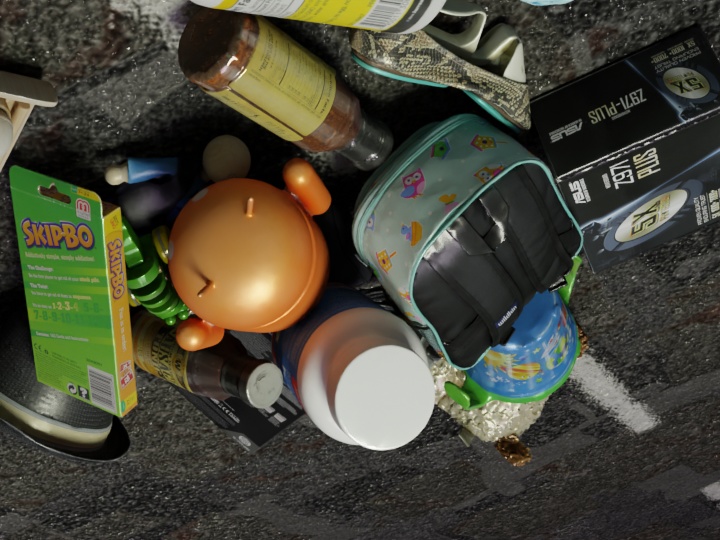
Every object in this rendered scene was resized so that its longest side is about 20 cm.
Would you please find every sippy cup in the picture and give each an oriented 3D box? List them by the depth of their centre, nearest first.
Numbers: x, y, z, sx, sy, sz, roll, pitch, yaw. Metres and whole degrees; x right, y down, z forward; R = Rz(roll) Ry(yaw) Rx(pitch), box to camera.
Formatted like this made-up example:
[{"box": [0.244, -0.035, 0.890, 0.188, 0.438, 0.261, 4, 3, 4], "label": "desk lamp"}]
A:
[{"box": [0.159, 0.056, 1.123, 0.137, 0.181, 0.131, 1, 159, 13], "label": "sippy cup"}]

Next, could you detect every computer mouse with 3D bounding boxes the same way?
[{"box": [0.000, 0.000, 1.035, 0.138, 0.047, 0.201, -3, 151, 6], "label": "computer mouse"}]

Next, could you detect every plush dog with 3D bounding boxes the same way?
[{"box": [0.183, 0.113, 1.264, 0.198, 0.161, 0.173, 15, 114, -42], "label": "plush dog"}]

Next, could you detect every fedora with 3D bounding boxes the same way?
[{"box": [-0.279, 0.092, 1.000, 0.200, 0.200, 0.092, 28, 98, -50], "label": "fedora"}]

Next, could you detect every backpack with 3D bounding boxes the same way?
[{"box": [0.083, -0.037, 0.915, 0.175, 0.154, 0.200, -42, 153, 0], "label": "backpack"}]

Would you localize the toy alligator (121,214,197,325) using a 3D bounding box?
[{"box": [-0.164, 0.019, 0.906, 0.058, 0.055, 0.201, -22, 152, 2], "label": "toy alligator"}]

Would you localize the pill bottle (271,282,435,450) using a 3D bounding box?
[{"box": [-0.007, 0.080, 0.911, 0.110, 0.114, 0.200, -9, -170, -13], "label": "pill bottle"}]

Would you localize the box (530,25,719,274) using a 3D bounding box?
[{"box": [0.257, -0.101, 0.986, 0.162, 0.087, 0.200, -22, 149, 10], "label": "box"}]

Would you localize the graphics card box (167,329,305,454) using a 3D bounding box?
[{"box": [-0.097, 0.096, 1.090, 0.125, 0.051, 0.200, 41, 131, -9], "label": "graphics card box"}]

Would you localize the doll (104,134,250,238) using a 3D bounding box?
[{"box": [-0.170, -0.049, 0.896, 0.199, 0.049, 0.136, -34, 151, 20], "label": "doll"}]

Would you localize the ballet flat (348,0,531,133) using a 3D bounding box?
[{"box": [0.080, -0.164, 0.827, 0.198, 0.068, 0.076, 15, 115, -40], "label": "ballet flat"}]

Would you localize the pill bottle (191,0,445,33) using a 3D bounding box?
[{"box": [-0.047, -0.208, 0.633, 0.197, 0.116, 0.115, 2, 145, -28], "label": "pill bottle"}]

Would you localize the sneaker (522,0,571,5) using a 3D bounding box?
[{"box": [0.116, -0.210, 0.752, 0.196, 0.075, 0.082, -12, 147, -6], "label": "sneaker"}]

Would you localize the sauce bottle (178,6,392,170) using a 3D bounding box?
[{"box": [-0.047, -0.128, 0.799, 0.065, 0.067, 0.199, -30, 149, 22], "label": "sauce bottle"}]

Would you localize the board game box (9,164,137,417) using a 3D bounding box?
[{"box": [-0.227, 0.016, 0.857, 0.030, 0.094, 0.203, -42, 142, -47], "label": "board game box"}]

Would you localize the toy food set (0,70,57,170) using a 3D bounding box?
[{"box": [-0.316, -0.076, 0.767, 0.142, 0.061, 0.200, 8, 141, -36], "label": "toy food set"}]

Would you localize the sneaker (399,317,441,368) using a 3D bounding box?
[{"box": [0.025, 0.105, 1.159, 0.090, 0.079, 0.199, -23, -174, 39], "label": "sneaker"}]

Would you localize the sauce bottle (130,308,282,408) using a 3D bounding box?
[{"box": [-0.146, 0.080, 0.995, 0.065, 0.067, 0.198, 15, 177, -42], "label": "sauce bottle"}]

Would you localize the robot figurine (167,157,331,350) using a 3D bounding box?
[{"box": [-0.085, -0.011, 0.855, 0.142, 0.119, 0.200, -18, 175, 4], "label": "robot figurine"}]
